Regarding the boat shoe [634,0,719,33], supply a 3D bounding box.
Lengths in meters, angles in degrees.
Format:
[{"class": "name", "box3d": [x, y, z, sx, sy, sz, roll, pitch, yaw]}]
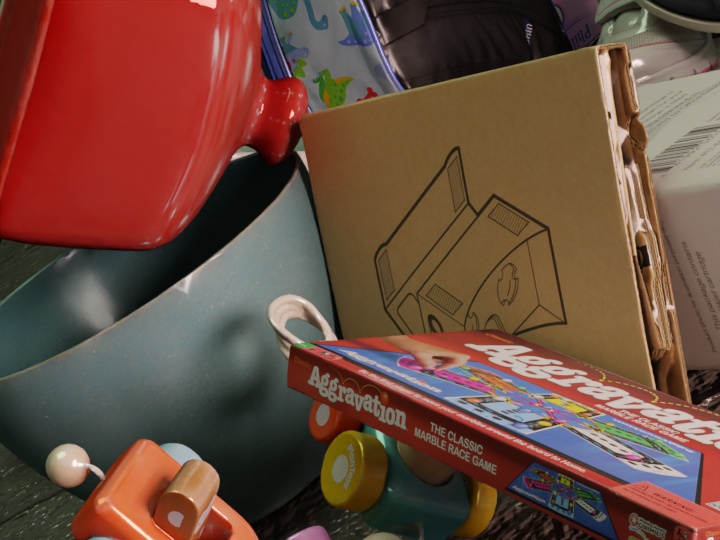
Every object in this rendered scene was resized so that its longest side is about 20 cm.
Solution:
[{"class": "boat shoe", "box3d": [0.232, -0.166, 0.891, 0.200, 0.062, 0.075, 18, 65, 38]}]

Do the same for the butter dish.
[{"class": "butter dish", "box3d": [-0.097, -0.089, 0.774, 0.200, 0.147, 0.201, -105, 33, -73]}]

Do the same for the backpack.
[{"class": "backpack", "box3d": [0.017, -0.152, 1.003, 0.147, 0.184, 0.200, -20, 3, 36]}]

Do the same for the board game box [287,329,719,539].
[{"class": "board game box", "box3d": [0.073, 0.055, 0.559, 0.103, 0.020, 0.200, -1, 13, -37]}]

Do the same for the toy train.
[{"class": "toy train", "box3d": [-0.015, 0.074, 0.603, 0.056, 0.150, 0.200, -45, 2, 35]}]

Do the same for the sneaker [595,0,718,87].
[{"class": "sneaker", "box3d": [0.178, -0.168, 1.009, 0.081, 0.088, 0.200, -16, 23, 40]}]

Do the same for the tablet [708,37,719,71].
[{"class": "tablet", "box3d": [0.196, -0.111, 0.994, 0.130, 0.014, 0.200, -42, 20, -31]}]

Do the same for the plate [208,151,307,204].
[{"class": "plate", "box3d": [-0.051, -0.027, 0.996, 0.199, 0.032, 0.200, -5, -13, -39]}]

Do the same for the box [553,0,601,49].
[{"class": "box", "box3d": [0.051, -0.159, 1.236, 0.200, 0.097, 0.176, -10, 26, 48]}]

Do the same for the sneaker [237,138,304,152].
[{"class": "sneaker", "box3d": [-0.054, -0.054, 1.082, 0.199, 0.077, 0.080, -6, 4, -33]}]

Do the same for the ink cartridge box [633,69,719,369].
[{"class": "ink cartridge box", "box3d": [0.147, -0.026, 0.698, 0.146, 0.085, 0.200, -34, 15, -31]}]

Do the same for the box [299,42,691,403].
[{"class": "box", "box3d": [0.051, 0.002, 0.684, 0.021, 0.164, 0.200, -13, 5, -35]}]

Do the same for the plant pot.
[{"class": "plant pot", "box3d": [-0.083, 0.050, 0.810, 0.200, 0.135, 0.200, -28, 17, 10]}]
